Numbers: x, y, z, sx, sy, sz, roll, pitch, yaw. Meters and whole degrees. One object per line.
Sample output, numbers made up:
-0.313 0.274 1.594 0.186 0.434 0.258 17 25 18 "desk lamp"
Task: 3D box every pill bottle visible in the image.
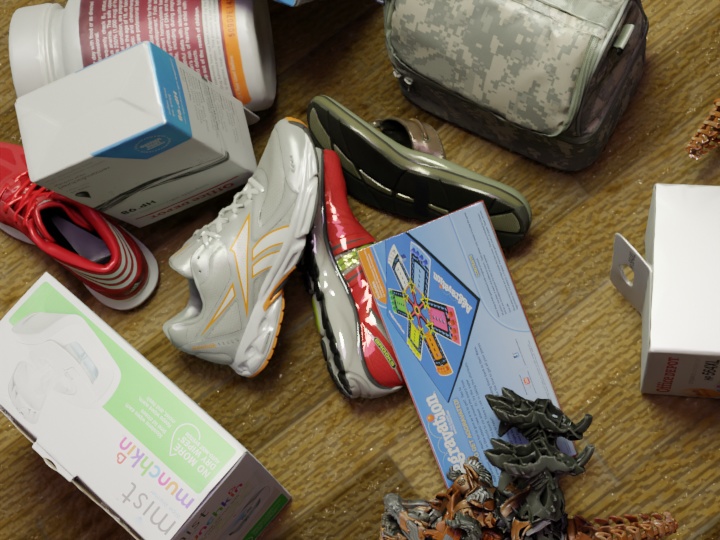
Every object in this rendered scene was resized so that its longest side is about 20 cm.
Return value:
-0.174 -0.176 1.205 0.198 0.114 0.115 -6 70 5 "pill bottle"

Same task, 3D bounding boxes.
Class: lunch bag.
0.115 -0.187 1.142 0.199 0.168 0.140 27 76 16 "lunch bag"

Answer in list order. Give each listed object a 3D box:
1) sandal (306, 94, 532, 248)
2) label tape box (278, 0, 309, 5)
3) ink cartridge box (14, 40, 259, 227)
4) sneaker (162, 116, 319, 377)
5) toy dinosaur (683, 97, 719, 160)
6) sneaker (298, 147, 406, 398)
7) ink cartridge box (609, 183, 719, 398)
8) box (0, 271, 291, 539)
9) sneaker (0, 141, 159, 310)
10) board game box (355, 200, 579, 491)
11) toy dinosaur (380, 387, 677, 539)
0.046 -0.082 1.173 0.199 0.080 0.058 26 58 9 "sandal"
-0.060 -0.275 1.175 0.143 0.200 0.064 25 117 16 "label tape box"
-0.154 -0.093 1.121 0.115 0.200 0.067 -21 73 16 "ink cartridge box"
-0.092 -0.021 1.115 0.091 0.076 0.202 14 101 -15 "sneaker"
0.344 -0.135 1.148 0.200 0.102 0.136 -43 47 7 "toy dinosaur"
0.000 0.000 1.155 0.084 0.077 0.202 -10 76 -14 "sneaker"
0.279 0.020 1.071 0.198 0.129 0.127 2 72 9 "ink cartridge box"
-0.165 0.120 1.071 0.200 0.177 0.097 39 80 18 "box"
-0.247 -0.056 1.173 0.199 0.116 0.079 33 78 16 "sneaker"
0.079 0.061 1.101 0.102 0.019 0.202 -21 93 -2 "board game box"
0.117 0.168 1.060 0.198 0.102 0.137 -4 113 -17 "toy dinosaur"
